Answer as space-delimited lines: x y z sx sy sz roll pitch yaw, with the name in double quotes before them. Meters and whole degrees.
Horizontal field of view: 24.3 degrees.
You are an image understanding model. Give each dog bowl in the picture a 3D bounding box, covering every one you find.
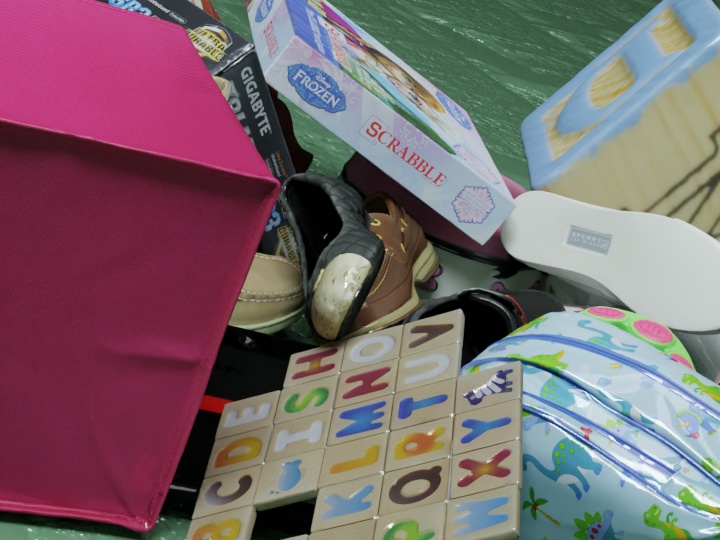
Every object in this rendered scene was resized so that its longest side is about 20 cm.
"dog bowl" 0.063 -0.034 1.285 0.199 0.074 0.200 20 20 -8

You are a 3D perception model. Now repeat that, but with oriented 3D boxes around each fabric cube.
"fabric cube" -0.179 -0.018 0.807 0.195 0.201 0.200 12 24 -27

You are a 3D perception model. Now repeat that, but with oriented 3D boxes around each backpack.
"backpack" 0.130 0.111 0.856 0.153 0.164 0.200 -22 58 -33

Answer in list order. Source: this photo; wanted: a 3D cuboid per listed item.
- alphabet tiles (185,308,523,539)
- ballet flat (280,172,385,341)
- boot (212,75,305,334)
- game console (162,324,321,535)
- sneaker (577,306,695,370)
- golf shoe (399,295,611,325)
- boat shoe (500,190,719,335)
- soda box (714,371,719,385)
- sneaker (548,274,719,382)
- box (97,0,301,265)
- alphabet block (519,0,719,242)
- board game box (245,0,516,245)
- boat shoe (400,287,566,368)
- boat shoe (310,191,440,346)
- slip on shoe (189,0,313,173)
"alphabet tiles" -0.001 0.084 0.811 0.166 0.008 0.200 -16 27 15
"ballet flat" -0.023 -0.008 0.971 0.057 0.067 0.200 29 12 -11
"boot" -0.098 -0.041 1.009 0.199 0.155 0.072 6 26 -34
"game console" -0.037 0.093 0.931 0.199 0.031 0.177 14 28 -21
"sneaker" 0.191 0.108 1.025 0.077 0.084 0.200 -32 73 -28
"golf shoe" 0.117 0.045 1.143 0.199 0.078 0.088 9 19 -34
"boat shoe" 0.188 -0.001 1.151 0.199 0.072 0.068 14 -3 40
"soda box" 0.277 0.068 1.064 0.063 0.201 0.068 8 25 -33
"sneaker" 0.229 0.032 1.218 0.200 0.100 0.078 38 22 12
"box" -0.121 -0.108 1.134 0.050 0.200 0.198 -39 50 -18
"alphabet block" 0.267 -0.083 1.351 0.200 0.196 0.195 47 17 -14
"board game box" 0.010 -0.125 1.207 0.199 0.041 0.200 36 16 -21
"boat shoe" 0.074 0.047 0.991 0.201 0.063 0.074 -16 69 -53
"boat shoe" 0.000 0.000 1.101 0.068 0.072 0.200 64 18 -11
"slip on shoe" -0.090 -0.134 1.187 0.074 0.061 0.200 32 -25 50
